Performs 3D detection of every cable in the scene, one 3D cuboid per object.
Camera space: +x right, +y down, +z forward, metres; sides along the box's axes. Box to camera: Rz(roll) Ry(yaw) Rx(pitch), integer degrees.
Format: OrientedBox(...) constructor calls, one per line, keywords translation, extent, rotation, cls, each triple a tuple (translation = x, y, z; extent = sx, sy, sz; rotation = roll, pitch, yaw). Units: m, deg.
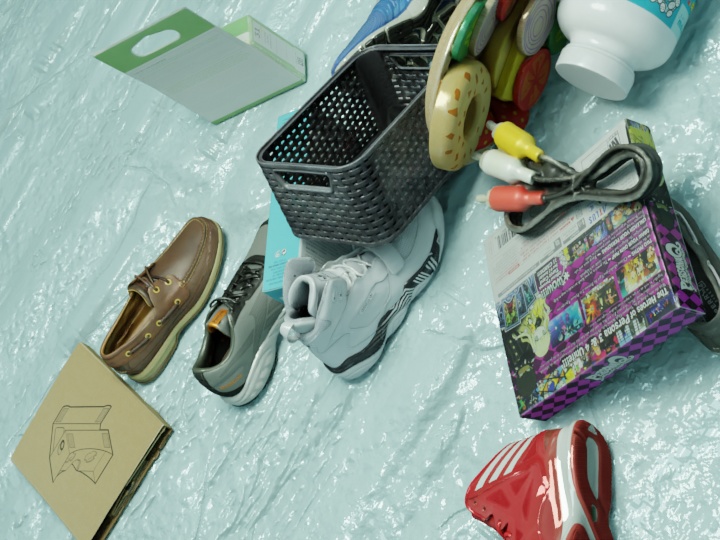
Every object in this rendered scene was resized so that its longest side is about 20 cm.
OrientedBox(translation=(0.162, -0.068, 1.055), extent=(0.200, 0.050, 0.098), rotation=(19, 107, 59), cls="cable")

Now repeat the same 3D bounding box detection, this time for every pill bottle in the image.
OrientedBox(translation=(0.247, -0.257, 1.142), extent=(0.111, 0.111, 0.201), rotation=(22, 85, 43), cls="pill bottle")

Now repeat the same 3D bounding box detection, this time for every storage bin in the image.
OrientedBox(translation=(0.014, -0.123, 1.225), extent=(0.135, 0.094, 0.200), rotation=(8, 45, 41), cls="storage bin")

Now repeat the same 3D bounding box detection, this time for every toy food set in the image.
OrientedBox(translation=(0.123, -0.185, 1.154), extent=(0.048, 0.200, 0.199), rotation=(26, 105, 27), cls="toy food set")

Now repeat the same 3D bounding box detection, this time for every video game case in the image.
OrientedBox(translation=(0.187, 0.003, 1.073), extent=(0.200, 0.036, 0.182), rotation=(-44, 44, 44), cls="video game case")

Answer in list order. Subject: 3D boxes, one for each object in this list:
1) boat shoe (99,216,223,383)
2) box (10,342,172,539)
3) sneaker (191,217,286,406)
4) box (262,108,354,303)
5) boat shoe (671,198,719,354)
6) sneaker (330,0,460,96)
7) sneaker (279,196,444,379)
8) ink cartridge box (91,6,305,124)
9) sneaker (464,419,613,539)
OrientedBox(translation=(-0.220, 0.028, 1.419), extent=(0.072, 0.067, 0.201), rotation=(28, 89, 44), cls="boat shoe")
OrientedBox(translation=(-0.308, 0.196, 1.443), extent=(0.200, 0.021, 0.164), rotation=(34, 92, 43), cls="box")
OrientedBox(translation=(-0.115, 0.036, 1.322), extent=(0.074, 0.079, 0.201), rotation=(4, 71, 42), cls="sneaker")
OrientedBox(translation=(-0.050, -0.061, 1.312), extent=(0.049, 0.082, 0.201), rotation=(-14, 61, 35), cls="box")
OrientedBox(translation=(0.253, -0.014, 1.056), extent=(0.067, 0.057, 0.200), rotation=(-44, 49, 15), cls="boat shoe")
OrientedBox(translation=(0.045, -0.265, 1.346), extent=(0.200, 0.079, 0.089), rotation=(-43, 41, 5), cls="sneaker")
OrientedBox(translation=(0.000, 0.000, 1.218), extent=(0.075, 0.115, 0.201), rotation=(28, 88, 43), cls="sneaker")
OrientedBox(translation=(-0.177, -0.240, 1.420), extent=(0.145, 0.200, 0.048), rotation=(-19, 61, 32), cls="ink cartridge box")
OrientedBox(translation=(0.142, 0.226, 1.036), extent=(0.115, 0.078, 0.201), rotation=(-20, 45, 41), cls="sneaker")
